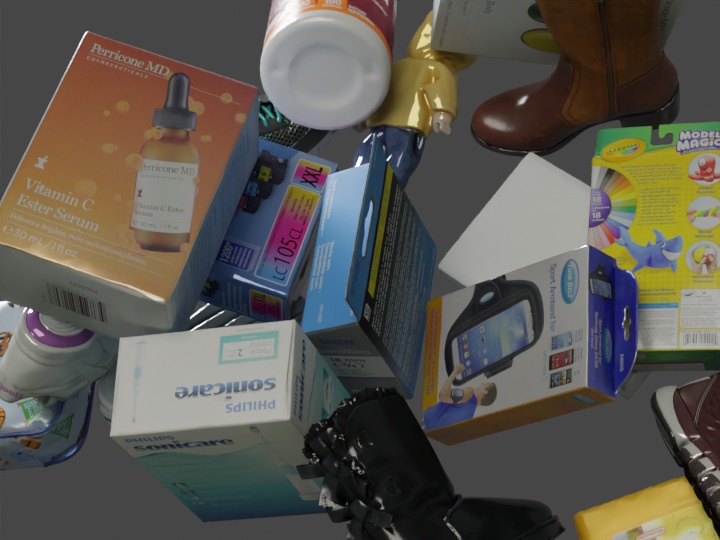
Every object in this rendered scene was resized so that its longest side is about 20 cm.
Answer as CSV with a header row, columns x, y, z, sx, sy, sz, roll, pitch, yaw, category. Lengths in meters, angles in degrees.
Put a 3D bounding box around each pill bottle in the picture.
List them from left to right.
x,y,z,sx,sy,sz,roll,pitch,yaw,category
-0.024,-0.225,1.528,0.113,0.115,0.201,-11,37,13,pill bottle

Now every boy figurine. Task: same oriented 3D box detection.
x,y,z,sx,sy,sz,roll,pitch,yaw,category
0.042,-0.142,1.525,0.124,0.064,0.201,-1,57,47,boy figurine

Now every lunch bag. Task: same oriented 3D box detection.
x,y,z,sx,sy,sz,roll,pitch,yaw,category
-0.322,0.094,1.522,0.198,0.076,0.161,-7,60,16,lunch bag

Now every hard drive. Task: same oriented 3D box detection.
x,y,z,sx,sy,sz,roll,pitch,yaw,category
0.180,0.001,1.428,0.200,0.026,0.132,34,78,30,hard drive

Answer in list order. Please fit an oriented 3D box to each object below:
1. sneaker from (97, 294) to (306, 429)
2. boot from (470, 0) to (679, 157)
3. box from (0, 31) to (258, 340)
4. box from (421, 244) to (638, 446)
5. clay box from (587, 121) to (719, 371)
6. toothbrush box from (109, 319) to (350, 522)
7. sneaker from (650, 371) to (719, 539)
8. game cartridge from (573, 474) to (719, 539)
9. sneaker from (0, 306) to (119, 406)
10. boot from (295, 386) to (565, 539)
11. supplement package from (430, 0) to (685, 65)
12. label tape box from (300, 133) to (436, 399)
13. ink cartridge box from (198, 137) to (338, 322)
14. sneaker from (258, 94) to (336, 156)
x,y,z,sx,sy,sz,roll,pitch,yaw,category
-0.131,0.081,1.469,0.199,0.071,0.073,-26,52,-16,sneaker
0.164,-0.172,1.419,0.187,0.200,0.069,-1,63,18,boot
-0.182,-0.060,1.351,0.151,0.107,0.201,18,64,5,box
0.131,0.058,1.353,0.199,0.041,0.120,-23,54,44,box
0.240,-0.020,1.376,0.114,0.048,0.201,-1,64,19,clay box
-0.090,0.123,1.355,0.145,0.200,0.086,-7,62,16,toothbrush box
0.302,0.146,1.252,0.115,0.076,0.201,-27,59,1,sneaker
0.268,0.245,1.271,0.175,0.032,0.201,-21,58,8,game cartridge
-0.235,0.059,1.448,0.075,0.200,0.100,45,116,17,sneaker
0.053,0.162,1.282,0.073,0.198,0.163,-44,71,35,boot
0.170,-0.277,1.466,0.198,0.152,0.152,7,65,-2,supplement package
0.000,0.000,1.387,0.063,0.200,0.145,1,64,19,label tape box
-0.132,-0.050,1.452,0.199,0.076,0.137,17,64,6,ink cartridge box
-0.110,-0.121,1.549,0.199,0.091,0.078,-29,59,2,sneaker
